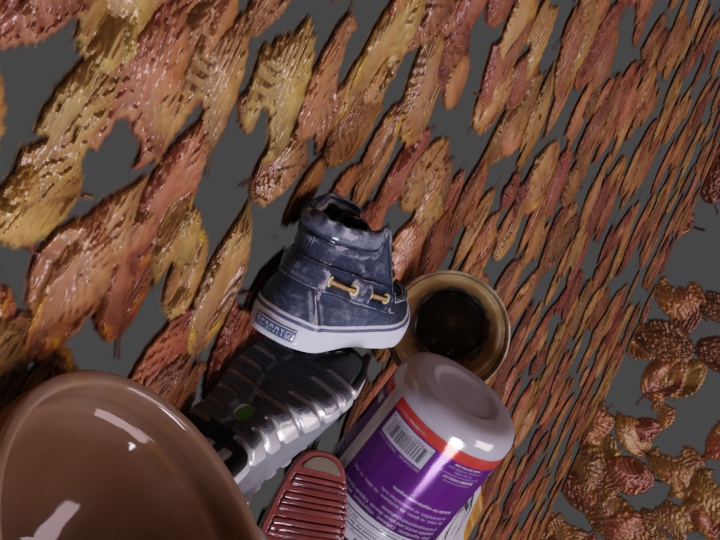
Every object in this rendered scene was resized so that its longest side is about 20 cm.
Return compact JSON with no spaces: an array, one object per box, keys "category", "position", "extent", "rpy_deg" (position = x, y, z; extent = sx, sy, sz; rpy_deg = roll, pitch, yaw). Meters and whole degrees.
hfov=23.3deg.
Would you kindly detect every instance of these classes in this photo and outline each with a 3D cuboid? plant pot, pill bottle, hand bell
[{"category":"plant pot","position":[-0.137,0.158,0.853],"extent":[0.092,0.202,0.201],"rpy_deg":[-27,-178,27]},{"category":"pill bottle","position":[0.029,0.171,1.423],"extent":[0.200,0.112,0.112],"rpy_deg":[-53,170,22]},{"category":"hand bell","position":[0.084,0.036,1.542],"extent":[0.200,0.104,0.105],"rpy_deg":[-53,166,-79]}]

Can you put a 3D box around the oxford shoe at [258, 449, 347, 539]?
[{"category":"oxford shoe","position":[-0.066,0.235,1.383],"extent":[0.075,0.070,0.201],"rpy_deg":[19,-89,70]}]

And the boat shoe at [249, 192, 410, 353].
[{"category":"boat shoe","position":[0.000,0.000,1.175],"extent":[0.091,0.071,0.200],"rpy_deg":[-64,163,12]}]

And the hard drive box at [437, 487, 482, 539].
[{"category":"hard drive box","position":[0.047,0.291,1.787],"extent":[0.201,0.076,0.156],"rpy_deg":[-60,163,-17]}]

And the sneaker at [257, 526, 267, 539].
[{"category":"sneaker","position":[-0.101,0.200,1.014],"extent":[0.075,0.107,0.200],"rpy_deg":[-34,152,16]}]

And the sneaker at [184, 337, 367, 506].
[{"category":"sneaker","position":[-0.078,0.121,1.135],"extent":[0.200,0.075,0.116],"rpy_deg":[-32,150,-46]}]
